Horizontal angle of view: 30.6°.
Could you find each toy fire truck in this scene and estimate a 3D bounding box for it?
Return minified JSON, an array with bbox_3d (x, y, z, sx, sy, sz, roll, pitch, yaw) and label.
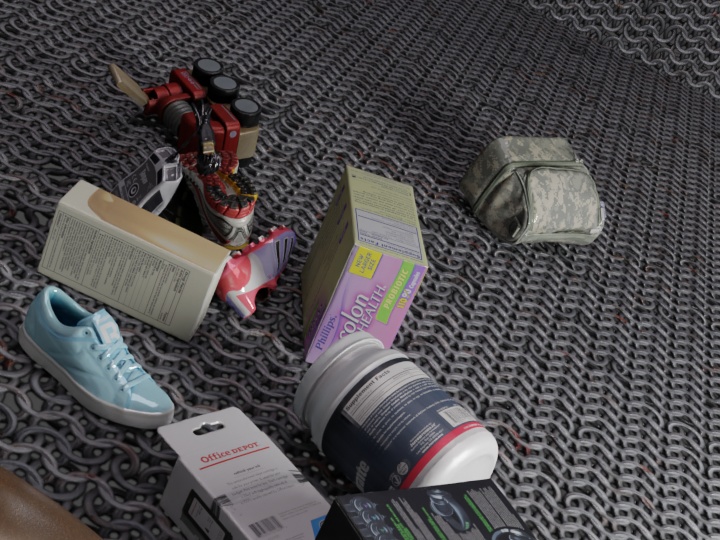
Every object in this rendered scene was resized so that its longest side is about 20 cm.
[{"bbox_3d":[-0.263,-0.232,1.902,0.199,0.129,0.176,-14,46,-34],"label":"toy fire truck"}]

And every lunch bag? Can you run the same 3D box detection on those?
[{"bbox_3d":[0.286,-0.115,2.123,0.199,0.140,0.169,-1,54,-39],"label":"lunch bag"}]

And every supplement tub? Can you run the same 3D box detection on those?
[{"bbox_3d":[0.036,0.175,1.419,0.200,0.141,0.140,41,32,27],"label":"supplement tub"}]

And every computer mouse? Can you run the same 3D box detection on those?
[{"bbox_3d":[-0.246,-0.114,1.641,0.044,0.200,0.110,28,31,-44],"label":"computer mouse"}]

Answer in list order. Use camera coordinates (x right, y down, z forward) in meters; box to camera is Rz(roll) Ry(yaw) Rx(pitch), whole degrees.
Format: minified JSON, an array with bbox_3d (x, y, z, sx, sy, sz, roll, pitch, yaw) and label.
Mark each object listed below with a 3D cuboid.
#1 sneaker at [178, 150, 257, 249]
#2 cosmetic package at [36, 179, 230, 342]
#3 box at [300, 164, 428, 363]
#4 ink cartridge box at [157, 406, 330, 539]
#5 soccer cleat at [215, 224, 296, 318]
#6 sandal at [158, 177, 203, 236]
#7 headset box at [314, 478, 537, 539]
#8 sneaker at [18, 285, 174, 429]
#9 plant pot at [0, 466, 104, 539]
[{"bbox_3d":[-0.185,-0.093,1.668,0.077,0.083,0.200,-6,31,-17],"label":"sneaker"},{"bbox_3d":[-0.263,-0.012,1.532,0.199,0.106,0.071,26,28,-1],"label":"cosmetic package"},{"bbox_3d":[0.000,0.000,1.644,0.096,0.177,0.201,17,29,-13],"label":"box"},{"bbox_3d":[-0.112,0.230,1.284,0.115,0.068,0.200,-10,44,-47],"label":"ink cartridge box"},{"bbox_3d":[-0.128,0.000,1.679,0.077,0.066,0.200,57,25,-3],"label":"soccer cleat"},{"bbox_3d":[-0.231,-0.077,1.724,0.079,0.057,0.202,28,43,-7],"label":"sandal"},{"bbox_3d":[0.034,0.289,1.190,0.199,0.175,0.093,2,35,-38],"label":"headset box"},{"bbox_3d":[-0.273,0.088,1.377,0.199,0.082,0.074,32,30,11],"label":"sneaker"},{"bbox_3d":[-0.293,0.240,1.037,0.199,0.187,0.188,26,24,-31],"label":"plant pot"}]
